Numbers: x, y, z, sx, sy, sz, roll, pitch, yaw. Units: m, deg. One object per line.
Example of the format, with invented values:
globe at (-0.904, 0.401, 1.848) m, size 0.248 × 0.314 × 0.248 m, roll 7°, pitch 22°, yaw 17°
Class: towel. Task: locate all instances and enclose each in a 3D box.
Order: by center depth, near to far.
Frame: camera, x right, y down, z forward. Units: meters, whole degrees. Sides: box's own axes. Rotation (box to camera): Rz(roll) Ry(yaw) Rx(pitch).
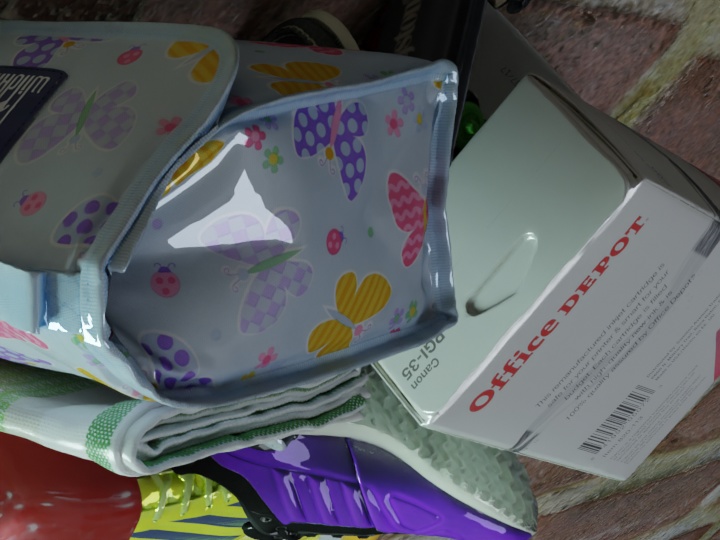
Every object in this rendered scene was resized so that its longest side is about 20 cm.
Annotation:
towel at (-0.113, 0.027, 0.781) m, size 0.149 × 0.199 × 0.031 m, roll -9°, pitch 112°, yaw -54°

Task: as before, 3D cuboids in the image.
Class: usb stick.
usb stick at (0.023, -0.075, 0.832) m, size 0.055 × 0.033 × 0.201 m, roll -33°, pitch -147°, yaw 45°

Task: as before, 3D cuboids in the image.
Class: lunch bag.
lunch bag at (-0.084, -0.024, 0.697) m, size 0.199 × 0.169 × 0.128 m, roll -17°, pitch 110°, yaw -50°

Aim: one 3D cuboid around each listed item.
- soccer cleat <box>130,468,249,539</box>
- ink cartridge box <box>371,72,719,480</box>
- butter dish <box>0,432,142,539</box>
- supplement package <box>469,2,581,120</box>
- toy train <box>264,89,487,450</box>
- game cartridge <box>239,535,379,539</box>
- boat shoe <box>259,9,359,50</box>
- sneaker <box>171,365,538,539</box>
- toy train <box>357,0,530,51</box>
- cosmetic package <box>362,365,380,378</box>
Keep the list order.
soccer cleat at (-0.114, 0.118, 1.056) m, size 0.199 × 0.065 × 0.084 m, roll -19°, pitch 160°, yaw 11°
ink cartridge box at (0.102, 0.009, 0.931) m, size 0.147 × 0.083 × 0.200 m, roll -49°, pitch 147°, yaw 14°
butter dish at (-0.180, 0.133, 0.925) m, size 0.200 × 0.148 × 0.199 m, roll -43°, pitch 159°, yaw 12°
supplement package at (0.084, -0.039, 1.073) m, size 0.109 × 0.114 × 0.200 m, roll -42°, pitch 160°, yaw 4°
toy train at (0.000, 0.000, 0.932) m, size 0.200 × 0.042 × 0.056 m, roll -53°, pitch 134°, yaw -15°
game cartridge at (-0.048, 0.103, 1.129) m, size 0.175 × 0.033 × 0.200 m, roll 19°, pitch 128°, yaw -24°
boat shoe at (-0.063, -0.031, 0.891) m, size 0.067 × 0.072 × 0.200 m, roll -20°, pitch 155°, yaw -52°
sneaker at (-0.010, 0.101, 1.005) m, size 0.199 × 0.070 × 0.100 m, roll 26°, pitch 121°, yaw -18°
toy train at (0.027, -0.113, 0.938) m, size 0.199 × 0.034 × 0.046 m, roll -37°, pitch 149°, yaw -5°
cosmetic package at (-0.006, 0.043, 1.033) m, size 0.199 × 0.051 × 0.083 m, roll 28°, pitch 119°, yaw -29°
